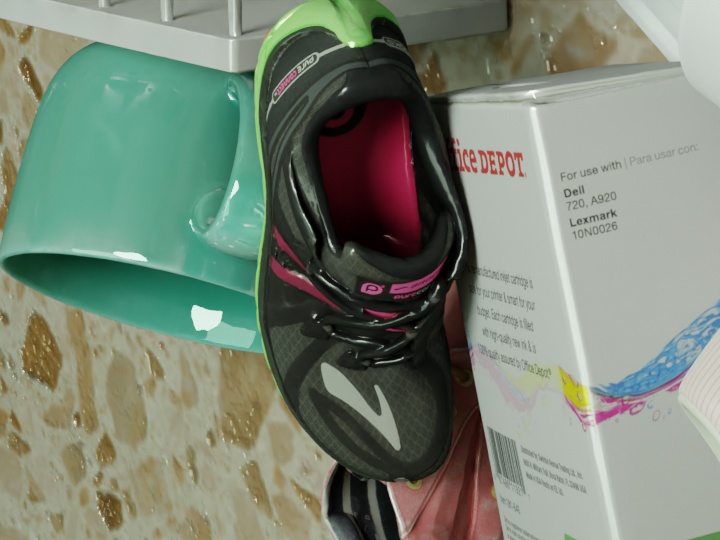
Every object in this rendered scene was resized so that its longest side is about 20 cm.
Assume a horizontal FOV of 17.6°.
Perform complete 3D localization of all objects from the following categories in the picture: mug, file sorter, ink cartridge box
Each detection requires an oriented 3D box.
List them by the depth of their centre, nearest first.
[{"bbox_3d":[0.094,0.027,0.833,0.145,0.084,0.201,-164,62,-76],"label":"ink cartridge box"},{"bbox_3d":[-0.056,-0.163,0.963,0.200,0.139,0.125,17,113,49],"label":"file sorter"},{"bbox_3d":[-0.058,-0.038,1.000,0.185,0.152,0.115,3,73,39],"label":"mug"}]

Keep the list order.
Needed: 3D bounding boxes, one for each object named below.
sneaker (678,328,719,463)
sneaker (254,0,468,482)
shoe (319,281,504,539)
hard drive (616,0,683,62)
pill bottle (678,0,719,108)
[{"bbox_3d":[0.184,0.079,0.725,0.200,0.105,0.075,45,175,16],"label":"sneaker"},{"bbox_3d":[0.000,0.000,0.863,0.084,0.077,0.200,-121,18,-60],"label":"sneaker"},{"bbox_3d":[0.034,0.055,0.956,0.071,0.091,0.201,12,112,51],"label":"shoe"},{"bbox_3d":[0.146,-0.154,0.789,0.132,0.027,0.200,54,140,27],"label":"hard drive"},{"bbox_3d":[0.196,-0.043,0.674,0.200,0.113,0.114,38,131,32],"label":"pill bottle"}]
